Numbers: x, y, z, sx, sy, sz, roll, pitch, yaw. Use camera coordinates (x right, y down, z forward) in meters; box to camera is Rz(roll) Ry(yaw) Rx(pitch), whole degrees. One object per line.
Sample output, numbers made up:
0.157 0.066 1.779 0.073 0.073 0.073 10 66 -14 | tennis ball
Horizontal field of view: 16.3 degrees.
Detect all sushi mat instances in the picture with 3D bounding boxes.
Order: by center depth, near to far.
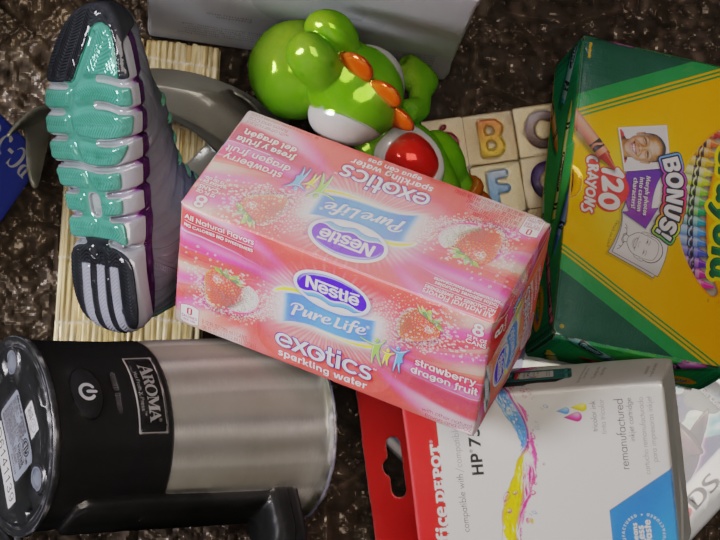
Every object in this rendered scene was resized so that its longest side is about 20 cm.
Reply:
-0.142 -0.049 1.598 0.095 0.012 0.201 4 83 -4 | sushi mat

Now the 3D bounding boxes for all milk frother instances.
-0.139 0.134 1.524 0.188 0.200 0.181 1 77 -30 | milk frother

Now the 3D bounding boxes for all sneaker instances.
-0.133 -0.068 1.502 0.087 0.074 0.201 -20 116 -46 | sneaker

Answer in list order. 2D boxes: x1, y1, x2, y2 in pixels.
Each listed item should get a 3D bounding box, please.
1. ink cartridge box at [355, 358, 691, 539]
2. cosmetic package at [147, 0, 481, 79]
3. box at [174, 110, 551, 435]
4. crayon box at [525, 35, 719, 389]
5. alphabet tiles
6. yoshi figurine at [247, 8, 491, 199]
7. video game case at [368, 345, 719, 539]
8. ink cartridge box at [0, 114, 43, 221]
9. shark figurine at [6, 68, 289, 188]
0.094 0.122 1.521 0.199 0.067 0.117 -5 100 13 | ink cartridge box
-0.026 -0.209 1.534 0.199 0.200 0.123 8 79 -3 | cosmetic package
0.000 0.000 1.472 0.199 0.103 0.095 21 47 13 | box
0.176 -0.035 1.574 0.118 0.058 0.201 11 72 -12 | crayon box
0.096 -0.004 1.613 0.166 0.006 0.201 -8 83 -5 | alphabet tiles
-0.002 -0.087 1.538 0.112 0.200 0.113 -16 43 19 | yoshi figurine
0.137 0.102 1.589 0.200 0.023 0.182 44 83 0 | video game case
-0.269 -0.078 1.500 0.044 0.200 0.094 29 81 26 | ink cartridge box
-0.106 -0.096 1.557 0.214 0.089 0.129 17 79 -13 | shark figurine
